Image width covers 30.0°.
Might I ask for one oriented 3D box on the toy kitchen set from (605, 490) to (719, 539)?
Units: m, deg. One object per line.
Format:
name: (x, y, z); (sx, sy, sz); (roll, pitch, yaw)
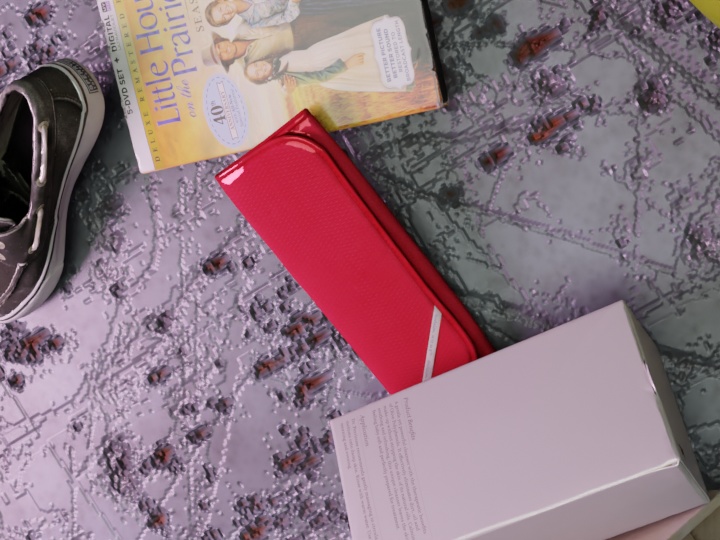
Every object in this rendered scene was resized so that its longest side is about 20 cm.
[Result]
toy kitchen set: (0.179, 0.252, 0.797); (0.162, 0.200, 0.182); (-34, 94, -24)

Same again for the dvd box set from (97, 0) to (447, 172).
dvd box set: (-0.058, -0.151, 0.815); (0.197, 0.029, 0.148); (-10, 100, 14)

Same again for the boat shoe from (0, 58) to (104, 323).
boat shoe: (-0.223, -0.043, 0.848); (0.070, 0.064, 0.201); (34, 124, 15)

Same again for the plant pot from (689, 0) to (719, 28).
plant pot: (0.224, -0.198, 0.646); (0.180, 0.199, 0.202); (27, 105, -4)

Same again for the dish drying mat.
dish drying mat: (0.000, 0.000, 0.826); (0.076, 0.018, 0.201); (-33, 107, 22)

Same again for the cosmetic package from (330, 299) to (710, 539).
cosmetic package: (0.091, 0.112, 0.796); (0.198, 0.085, 0.109); (-22, 57, 16)
